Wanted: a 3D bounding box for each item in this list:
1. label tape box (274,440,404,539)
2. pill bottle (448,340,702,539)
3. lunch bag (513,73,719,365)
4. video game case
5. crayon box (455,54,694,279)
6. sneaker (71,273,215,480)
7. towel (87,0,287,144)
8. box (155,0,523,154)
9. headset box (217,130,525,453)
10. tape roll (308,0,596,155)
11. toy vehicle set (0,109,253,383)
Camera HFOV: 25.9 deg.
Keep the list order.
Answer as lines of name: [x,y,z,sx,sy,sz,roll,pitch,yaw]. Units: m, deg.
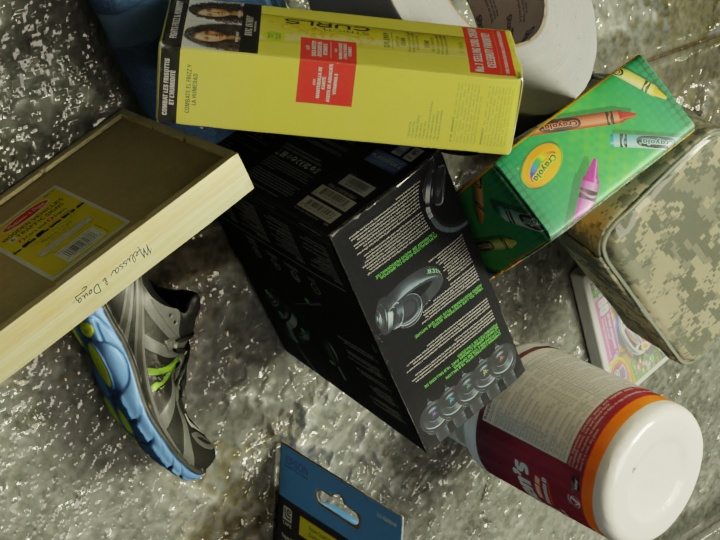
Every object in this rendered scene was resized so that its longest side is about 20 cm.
label tape box: [0.000,0.235,1.133,0.063,0.144,0.201,-9,113,-39]
pill bottle: [0.148,0.119,1.179,0.109,0.200,0.110,-17,117,-36]
lunch bag: [0.207,-0.052,1.187,0.139,0.168,0.200,-47,133,-2]
video game case: [0.268,0.007,1.366,0.200,0.018,0.143,-37,127,-25]
crayon box: [0.112,-0.053,0.985,0.119,0.200,0.058,-37,89,-17]
sneaker: [-0.129,0.053,0.999,0.083,0.071,0.200,-31,122,-21]
towel: [-0.104,-0.165,0.928,0.112,0.049,0.200,-39,138,-16]
box: [-0.013,-0.110,0.883,0.199,0.075,0.050,6,121,-4]
headset box: [0.000,0.000,1.017,0.093,0.174,0.200,-37,127,-18]
tape roll: [0.061,-0.178,1.006,0.200,0.066,0.201,20,57,-34]
toy vehicle set: [-0.174,-0.016,0.895,0.200,0.124,0.027,-39,128,-23]
